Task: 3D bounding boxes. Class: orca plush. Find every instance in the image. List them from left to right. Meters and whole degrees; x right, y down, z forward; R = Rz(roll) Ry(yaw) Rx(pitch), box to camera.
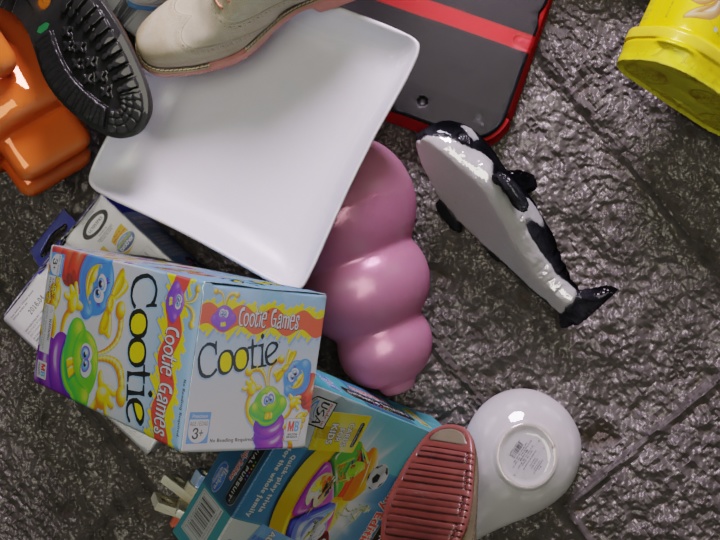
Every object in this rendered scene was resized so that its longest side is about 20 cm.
[{"bbox_3d":[0.132,-0.053,0.815,0.199,0.105,0.071,41,65,5],"label":"orca plush"}]

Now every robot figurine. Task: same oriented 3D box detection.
[{"bbox_3d":[-0.297,-0.160,0.813,0.116,0.144,0.201,-36,87,18],"label":"robot figurine"}]

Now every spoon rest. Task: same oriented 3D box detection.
[{"bbox_3d":[0.104,0.189,0.836,0.099,0.061,0.201,39,81,2],"label":"spoon rest"}]

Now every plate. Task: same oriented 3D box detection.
[{"bbox_3d":[-0.079,-0.111,0.749,0.198,0.032,0.202,25,87,17],"label":"plate"}]

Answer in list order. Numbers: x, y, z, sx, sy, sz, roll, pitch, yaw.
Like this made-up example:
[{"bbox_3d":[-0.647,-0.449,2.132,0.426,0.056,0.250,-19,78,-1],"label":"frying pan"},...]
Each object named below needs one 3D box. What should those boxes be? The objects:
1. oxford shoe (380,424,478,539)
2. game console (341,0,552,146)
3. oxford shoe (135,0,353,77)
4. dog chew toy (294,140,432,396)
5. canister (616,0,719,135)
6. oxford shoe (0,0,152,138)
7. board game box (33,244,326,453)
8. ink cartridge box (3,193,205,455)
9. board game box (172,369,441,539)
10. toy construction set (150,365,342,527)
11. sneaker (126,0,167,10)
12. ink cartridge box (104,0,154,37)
[{"bbox_3d":[0.057,0.222,0.773,0.070,0.075,0.203,5,72,37],"label":"oxford shoe"},{"bbox_3d":[0.051,-0.210,0.843,0.197,0.031,0.180,19,87,4],"label":"game console"},{"bbox_3d":[-0.081,-0.204,0.712,0.197,0.074,0.072,-27,74,8],"label":"oxford shoe"},{"bbox_3d":[0.000,0.000,0.805,0.122,0.125,0.203,-18,93,6],"label":"dog chew toy"},{"bbox_3d":[0.300,-0.217,0.768,0.147,0.086,0.203,25,91,-24],"label":"canister"},{"bbox_3d":[-0.207,-0.181,0.759,0.072,0.084,0.201,-39,75,16],"label":"oxford shoe"},{"bbox_3d":[-0.130,0.049,0.700,0.198,0.104,0.105,10,92,47],"label":"board game box"},{"bbox_3d":[-0.198,0.031,0.846,0.199,0.076,0.137,41,94,2],"label":"ink cartridge box"},{"bbox_3d":[-0.025,0.165,0.778,0.047,0.199,0.152,35,95,43],"label":"board game box"},{"bbox_3d":[-0.075,0.146,0.815,0.201,0.130,0.092,-53,45,14],"label":"toy construction set"},{"bbox_3d":[-0.185,-0.292,0.760,0.072,0.071,0.203,-27,80,36],"label":"sneaker"},{"bbox_3d":[-0.156,-0.264,0.832,0.199,0.084,0.147,40,95,3],"label":"ink cartridge box"}]
